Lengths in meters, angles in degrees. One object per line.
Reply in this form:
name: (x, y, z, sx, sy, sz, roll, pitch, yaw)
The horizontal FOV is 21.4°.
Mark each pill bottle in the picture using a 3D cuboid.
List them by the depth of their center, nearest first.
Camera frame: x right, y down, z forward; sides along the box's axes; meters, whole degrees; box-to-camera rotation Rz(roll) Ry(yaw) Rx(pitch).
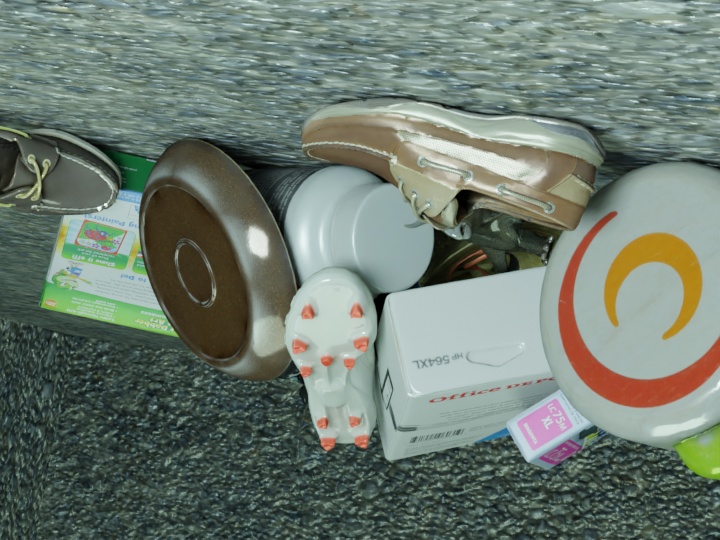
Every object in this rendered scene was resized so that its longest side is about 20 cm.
pill bottle: (-0.036, -0.026, 1.494, 0.110, 0.111, 0.199, 15, 171, -38)

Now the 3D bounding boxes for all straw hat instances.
straw hat: (0.089, 0.003, 1.607, 0.201, 0.201, 0.085, 18, -149, -50)

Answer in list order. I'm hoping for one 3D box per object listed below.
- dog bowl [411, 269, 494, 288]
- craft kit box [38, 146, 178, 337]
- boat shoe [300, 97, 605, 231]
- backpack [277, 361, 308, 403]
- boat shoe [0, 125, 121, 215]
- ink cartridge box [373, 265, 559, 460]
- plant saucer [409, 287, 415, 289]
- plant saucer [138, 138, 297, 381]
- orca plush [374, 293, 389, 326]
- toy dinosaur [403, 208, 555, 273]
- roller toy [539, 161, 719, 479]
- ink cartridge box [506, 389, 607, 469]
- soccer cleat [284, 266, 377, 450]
dog bowl: (0.092, -0.002, 1.766, 0.199, 0.050, 0.111, 16, 171, -36)
craft kit box: (-0.168, -0.015, 1.674, 0.199, 0.049, 0.198, 13, 140, -11)
boat shoe: (0.052, -0.064, 1.211, 0.199, 0.072, 0.076, 7, 173, 21)
backpack: (-0.032, 0.044, 1.979, 0.126, 0.168, 0.200, 28, -176, 23)
boat shoe: (-0.282, -0.083, 1.516, 0.199, 0.072, 0.060, 18, -165, -23)
ink cartridge box: (0.088, 0.073, 1.473, 0.145, 0.085, 0.200, -10, 162, -8)
plant saucer: (0.098, 0.046, 1.827, 0.199, 0.030, 0.200, 11, 173, 1)
plant saucer: (-0.119, -0.002, 1.490, 0.032, 0.201, 0.200, -23, -167, -31)
orca plush: (0.000, 0.000, 1.586, 0.071, 0.200, 0.106, 18, 131, 4)
toy dinosaur: (0.098, -0.044, 1.399, 0.102, 0.077, 0.200, 21, 180, 5)
roller toy: (0.225, 0.027, 1.259, 0.182, 0.201, 0.139, 18, -179, 40)
ink cartridge box: (0.209, 0.082, 1.434, 0.200, 0.042, 0.119, -34, 166, 6)
soccer cleat: (-0.019, 0.055, 1.442, 0.069, 0.078, 0.201, -1, 139, 3)
